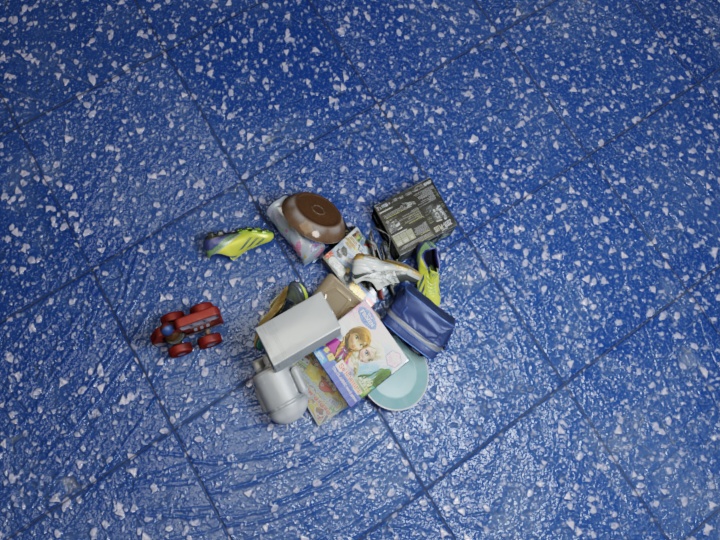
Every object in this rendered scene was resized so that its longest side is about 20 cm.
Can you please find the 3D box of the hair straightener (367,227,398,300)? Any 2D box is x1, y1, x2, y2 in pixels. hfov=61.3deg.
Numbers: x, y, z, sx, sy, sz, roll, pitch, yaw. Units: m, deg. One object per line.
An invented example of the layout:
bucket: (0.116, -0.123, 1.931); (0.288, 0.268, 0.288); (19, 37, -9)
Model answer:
hair straightener: (0.067, -0.025, 1.705); (0.075, 0.041, 0.206); (-12, 82, -14)

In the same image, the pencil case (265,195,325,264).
pencil case: (-0.186, -0.114, 1.730); (0.082, 0.091, 0.201); (-34, 79, -29)

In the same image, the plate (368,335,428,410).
plate: (0.092, 0.281, 1.667); (0.194, 0.026, 0.206); (4, 70, -11)

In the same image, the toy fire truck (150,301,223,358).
toy fire truck: (-0.458, 0.148, 1.599); (0.195, 0.168, 0.115); (-17, 76, -9)

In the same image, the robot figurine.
robot figurine: (-0.209, 0.314, 1.597); (0.168, 0.112, 0.204); (-31, 83, 32)

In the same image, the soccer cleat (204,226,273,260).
soccer cleat: (-0.343, -0.075, 1.727); (0.194, 0.065, 0.087); (-7, 100, -10)

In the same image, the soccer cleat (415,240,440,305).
soccer cleat: (0.194, 0.018, 1.698); (0.063, 0.084, 0.206); (-15, 109, -16)

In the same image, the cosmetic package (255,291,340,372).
cosmetic package: (-0.156, 0.156, 1.546); (0.196, 0.082, 0.115); (-26, 72, -13)

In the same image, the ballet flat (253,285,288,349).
ballet flat: (-0.240, 0.128, 1.686); (0.062, 0.069, 0.201); (27, 69, 33)

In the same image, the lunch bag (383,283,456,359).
lunch bag: (0.163, 0.151, 1.657); (0.198, 0.136, 0.134); (38, 101, 7)

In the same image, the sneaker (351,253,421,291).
sneaker: (0.067, 0.016, 1.651); (0.194, 0.076, 0.090); (13, 98, -10)

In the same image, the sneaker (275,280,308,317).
sneaker: (-0.194, 0.128, 1.625); (0.073, 0.080, 0.206); (20, 105, 35)

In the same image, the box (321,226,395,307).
box: (0.000, 0.000, 1.723); (0.136, 0.040, 0.201); (-40, 93, -14)

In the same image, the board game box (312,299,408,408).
board game box: (-0.006, 0.218, 1.600); (0.198, 0.041, 0.202); (-37, 79, -9)

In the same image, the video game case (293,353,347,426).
video game case: (-0.092, 0.281, 1.638); (0.180, 0.023, 0.203); (-35, 79, 7)

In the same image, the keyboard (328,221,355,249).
keyboard: (-0.039, -0.086, 1.763); (0.102, 0.040, 0.203); (-27, 79, -10)

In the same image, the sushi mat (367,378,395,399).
sushi mat: (0.012, 0.245, 1.690); (0.094, 0.012, 0.203); (-30, 79, -11)

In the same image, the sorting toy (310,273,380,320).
sorting toy: (-0.068, 0.141, 1.680); (0.199, 0.036, 0.187); (39, 91, 13)

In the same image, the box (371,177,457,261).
box: (0.154, -0.145, 1.769); (0.196, 0.086, 0.167); (-28, 78, -11)

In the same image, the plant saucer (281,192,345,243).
plant saucer: (-0.123, -0.158, 1.698); (0.196, 0.037, 0.203); (21, 37, -16)
